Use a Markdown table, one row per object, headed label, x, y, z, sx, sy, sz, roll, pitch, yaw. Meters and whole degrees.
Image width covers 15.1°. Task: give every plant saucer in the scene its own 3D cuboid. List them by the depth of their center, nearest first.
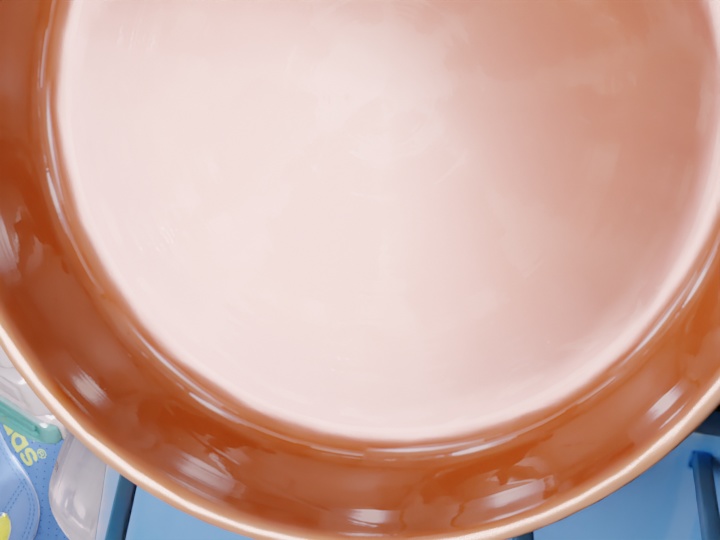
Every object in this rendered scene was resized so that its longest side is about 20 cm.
| label | x | y | z | sx | sy | sz | roll | pitch | yaw |
| --- | --- | --- | --- | --- | --- | --- | --- | --- | --- |
| plant saucer | 0.004 | -0.038 | 0.596 | 0.200 | 0.032 | 0.201 | 1 | 94 | 12 |

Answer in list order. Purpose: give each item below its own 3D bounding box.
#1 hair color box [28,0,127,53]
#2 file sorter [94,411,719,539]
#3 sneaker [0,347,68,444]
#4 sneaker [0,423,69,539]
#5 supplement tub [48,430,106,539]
| label | x | y | z | sx | sy | sz | roll | pitch | yaw |
| --- | --- | --- | --- | --- | --- | --- | --- | --- | --- |
| hair color box | -0.042 | -0.113 | 0.721 | 0.100 | 0.200 | 0.061 | -24 | 125 | 2 |
| file sorter | 0.027 | 0.115 | 0.661 | 0.200 | 0.123 | 0.139 | 9 | 119 | -3 |
| sneaker | -0.097 | -0.040 | 0.756 | 0.078 | 0.091 | 0.200 | 30 | 153 | 21 |
| sneaker | -0.106 | 0.086 | 0.867 | 0.105 | 0.076 | 0.200 | 5 | 103 | 35 |
| supplement tub | 0.000 | 0.000 | 0.770 | 0.122 | 0.123 | 0.200 | 25 | 97 | 30 |
